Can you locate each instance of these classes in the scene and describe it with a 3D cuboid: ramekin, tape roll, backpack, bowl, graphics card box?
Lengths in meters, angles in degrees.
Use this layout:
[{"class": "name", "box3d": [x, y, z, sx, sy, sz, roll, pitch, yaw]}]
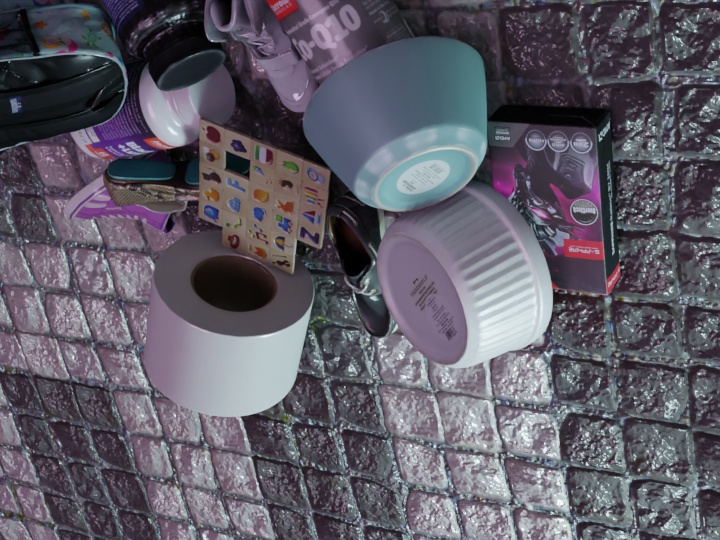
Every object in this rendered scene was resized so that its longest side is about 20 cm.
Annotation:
[{"class": "ramekin", "box3d": [0.105, 0.011, 1.357, 0.200, 0.105, 0.201, 40, 144, 38]}, {"class": "tape roll", "box3d": [-0.166, 0.065, 1.555, 0.202, 0.203, 0.140, 26, 130, 16]}, {"class": "backpack", "box3d": [-0.366, -0.227, 1.391, 0.178, 0.199, 0.151, 109, 149, -63]}, {"class": "bowl", "box3d": [0.050, -0.135, 1.267, 0.201, 0.200, 0.106, -47, 53, 43]}, {"class": "graphics card box", "box3d": [0.207, -0.075, 1.321, 0.125, 0.051, 0.201, 9, 122, 29]}]

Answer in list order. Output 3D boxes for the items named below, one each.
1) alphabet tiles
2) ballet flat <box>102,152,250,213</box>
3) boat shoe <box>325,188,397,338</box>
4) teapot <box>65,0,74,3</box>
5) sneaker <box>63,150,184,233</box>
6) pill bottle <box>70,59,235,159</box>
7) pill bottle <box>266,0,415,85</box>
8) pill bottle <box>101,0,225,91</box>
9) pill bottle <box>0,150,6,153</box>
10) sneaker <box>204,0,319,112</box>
[{"class": "alphabet tiles", "box3d": [-0.118, -0.079, 1.472, 0.166, 0.008, 0.201, 22, 141, 11]}, {"class": "ballet flat", "box3d": [-0.220, -0.106, 1.549, 0.199, 0.068, 0.076, -2, 133, 7]}, {"class": "boat shoe", "box3d": [0.000, 0.000, 1.496, 0.071, 0.068, 0.201, 5, 123, 29]}, {"class": "teapot", "box3d": [-0.444, -0.294, 1.538, 0.146, 0.196, 0.201, -178, 76, -68]}, {"class": "sneaker", "box3d": [-0.308, -0.083, 1.640, 0.200, 0.073, 0.115, -25, 107, 41]}, {"class": "pill bottle", "box3d": [-0.251, -0.200, 1.496, 0.199, 0.111, 0.112, -6, 116, 36]}, {"class": "pill bottle", "box3d": [-0.032, -0.281, 1.297, 0.114, 0.114, 0.201, -24, 105, 41]}, {"class": "pill bottle", "box3d": [-0.230, -0.307, 1.376, 0.112, 0.112, 0.201, -34, 78, 42]}, {"class": "pill bottle", "box3d": [-0.494, -0.194, 1.598, 0.106, 0.200, 0.107, 16, 126, 24]}, {"class": "sneaker", "box3d": [-0.110, -0.254, 1.363, 0.075, 0.115, 0.201, -5, 116, 30]}]
